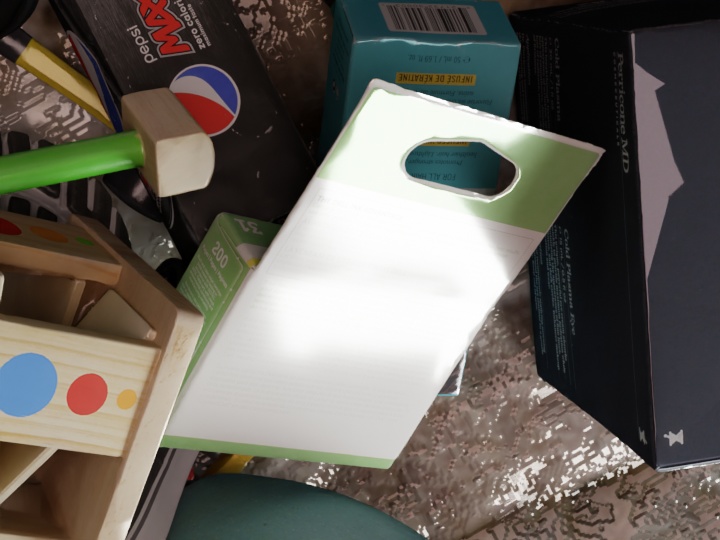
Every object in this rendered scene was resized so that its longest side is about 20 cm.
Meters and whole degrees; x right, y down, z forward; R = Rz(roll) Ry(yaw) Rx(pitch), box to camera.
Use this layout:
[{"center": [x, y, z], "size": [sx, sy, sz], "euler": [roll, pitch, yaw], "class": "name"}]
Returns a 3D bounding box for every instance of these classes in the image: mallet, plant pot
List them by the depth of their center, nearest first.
[{"center": [-0.163, -0.095, 0.856], "size": [0.199, 0.041, 0.066], "euler": [28, 89, -11], "class": "mallet"}, {"center": [-0.054, 0.180, 0.866], "size": [0.200, 0.200, 0.135], "euler": [-46, 70, 0], "class": "plant pot"}]

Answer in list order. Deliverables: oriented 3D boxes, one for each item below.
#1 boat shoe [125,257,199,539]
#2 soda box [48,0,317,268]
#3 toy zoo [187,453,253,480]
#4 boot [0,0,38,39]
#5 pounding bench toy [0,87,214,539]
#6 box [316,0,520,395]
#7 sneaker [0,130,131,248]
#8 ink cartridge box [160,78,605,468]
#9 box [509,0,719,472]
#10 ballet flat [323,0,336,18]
[{"center": [-0.116, 0.083, 0.833], "size": [0.066, 0.070, 0.201], "euler": [39, 68, -27], "class": "boat shoe"}, {"center": [-0.093, -0.104, 0.819], "size": [0.070, 0.063, 0.201], "euler": [-26, 87, -15], "class": "soda box"}, {"center": [-0.145, 0.100, 0.903], "size": [0.131, 0.020, 0.200], "euler": [43, 91, -15], "class": "toy zoo"}, {"center": [-0.252, -0.126, 0.741], "size": [0.196, 0.163, 0.074], "euler": [11, 107, 7], "class": "boot"}, {"center": [-0.163, 0.006, 0.725], "size": [0.155, 0.124, 0.202], "euler": [14, 103, -35], "class": "pounding bench toy"}, {"center": [0.020, -0.032, 0.858], "size": [0.081, 0.049, 0.202], "euler": [0, 123, -11], "class": "box"}, {"center": [-0.206, -0.024, 0.843], "size": [0.199, 0.090, 0.079], "euler": [19, 64, -26], "class": "sneaker"}, {"center": [0.000, 0.000, 0.793], "size": [0.145, 0.048, 0.201], "euler": [11, 120, -39], "class": "ink cartridge box"}, {"center": [0.152, -0.028, 0.853], "size": [0.103, 0.182, 0.202], "euler": [-8, 103, -10], "class": "box"}, {"center": [-0.001, -0.155, 0.862], "size": [0.200, 0.071, 0.071], "euler": [39, 92, -15], "class": "ballet flat"}]
